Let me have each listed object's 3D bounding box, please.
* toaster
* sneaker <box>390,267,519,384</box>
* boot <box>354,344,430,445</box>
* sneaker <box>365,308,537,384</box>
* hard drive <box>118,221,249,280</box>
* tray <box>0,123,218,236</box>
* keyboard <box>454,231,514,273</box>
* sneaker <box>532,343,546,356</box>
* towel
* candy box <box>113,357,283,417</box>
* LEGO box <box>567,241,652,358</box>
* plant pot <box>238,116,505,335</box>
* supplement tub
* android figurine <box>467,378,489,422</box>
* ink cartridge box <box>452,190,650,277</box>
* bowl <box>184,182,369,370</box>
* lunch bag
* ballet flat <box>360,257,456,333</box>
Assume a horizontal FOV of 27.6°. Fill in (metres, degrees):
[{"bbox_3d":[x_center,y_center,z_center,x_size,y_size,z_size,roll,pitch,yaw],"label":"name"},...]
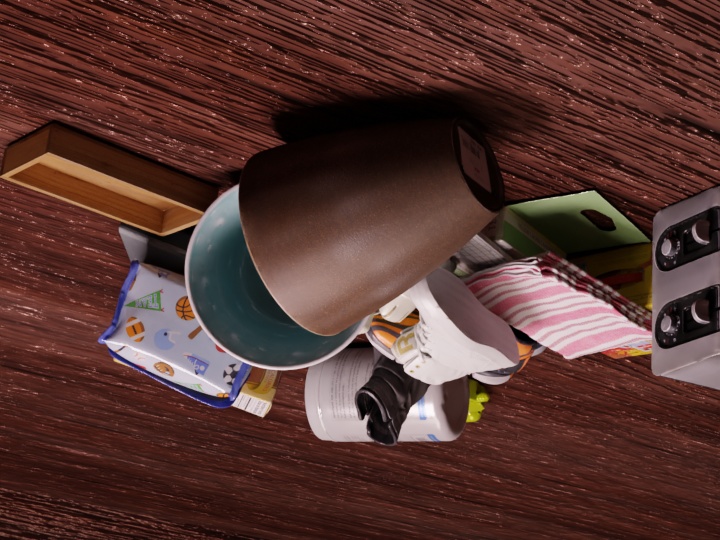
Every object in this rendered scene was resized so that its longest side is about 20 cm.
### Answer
[{"bbox_3d":[0.393,0.031,1.447,0.200,0.181,0.119,15,157,-21],"label":"toaster"},{"bbox_3d":[0.075,0.068,1.532,0.116,0.074,0.200,-20,145,23],"label":"sneaker"},{"bbox_3d":[0.032,0.103,1.732,0.070,0.132,0.200,0,129,34],"label":"boot"},{"bbox_3d":[0.111,0.061,1.662,0.200,0.078,0.112,13,144,-20],"label":"sneaker"},{"bbox_3d":[-0.171,0.000,1.662,0.200,0.033,0.140,22,162,7],"label":"hard drive"},{"bbox_3d":[-0.256,-0.091,1.506,0.200,0.037,0.099,20,156,-37],"label":"tray"},{"bbox_3d":[0.115,-0.021,1.504,0.056,0.011,0.200,-6,155,32],"label":"keyboard"},{"bbox_3d":[0.129,0.067,1.788,0.200,0.070,0.109,-2,162,8],"label":"sneaker"},{"bbox_3d":[0.210,0.044,1.555,0.200,0.030,0.146,29,151,-30],"label":"towel"},{"bbox_3d":[-0.188,0.088,1.803,0.200,0.117,0.056,21,152,-6],"label":"candy box"},{"bbox_3d":[0.325,0.031,1.621,0.200,0.077,0.149,-13,153,43],"label":"LEGO box"},{"bbox_3d":[0.023,-0.061,1.340,0.200,0.187,0.187,-23,149,27],"label":"plant pot"},{"bbox_3d":[0.039,0.170,2.014,0.200,0.132,0.132,-2,159,23],"label":"supplement tub"},{"bbox_3d":[0.104,0.191,2.193,0.182,0.041,0.200,22,156,-38],"label":"android figurine"},{"bbox_3d":[0.185,-0.026,1.548,0.200,0.048,0.146,-5,157,34],"label":"ink cartridge box"},{"bbox_3d":[-0.073,0.001,1.525,0.201,0.201,0.105,3,180,7],"label":"bowl"},{"bbox_3d":[-0.197,0.075,1.668,0.170,0.124,0.200,25,176,-3],"label":"lunch bag"},{"bbox_3d":[0.021,0.033,1.578,0.200,0.064,0.067,-17,148,36],"label":"ballet flat"}]
